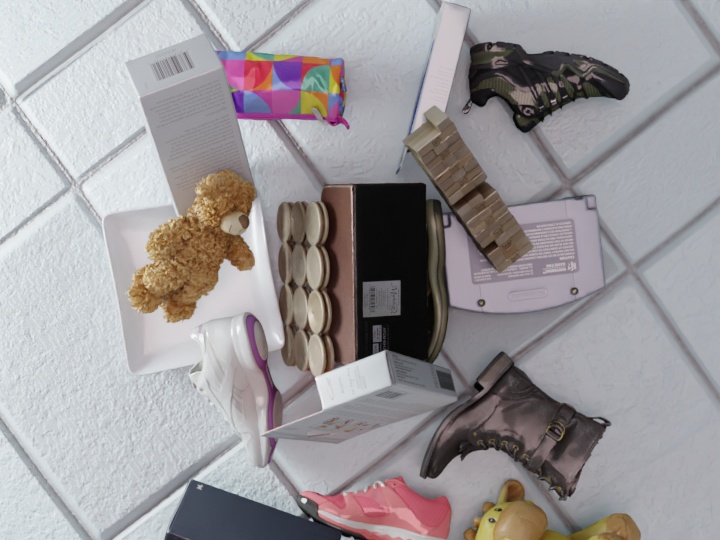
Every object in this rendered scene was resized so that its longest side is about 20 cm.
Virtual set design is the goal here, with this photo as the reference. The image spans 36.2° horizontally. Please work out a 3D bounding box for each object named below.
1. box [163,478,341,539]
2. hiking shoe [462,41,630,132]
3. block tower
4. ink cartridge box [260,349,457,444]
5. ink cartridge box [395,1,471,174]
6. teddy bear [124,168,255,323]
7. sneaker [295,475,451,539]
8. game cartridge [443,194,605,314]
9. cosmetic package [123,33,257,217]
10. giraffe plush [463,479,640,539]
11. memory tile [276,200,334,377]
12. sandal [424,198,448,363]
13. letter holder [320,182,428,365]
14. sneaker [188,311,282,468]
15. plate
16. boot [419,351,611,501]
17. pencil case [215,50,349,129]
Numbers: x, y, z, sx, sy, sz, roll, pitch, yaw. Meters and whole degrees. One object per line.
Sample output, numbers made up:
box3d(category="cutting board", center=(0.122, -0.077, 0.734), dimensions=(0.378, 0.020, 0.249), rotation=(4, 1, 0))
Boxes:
box3d(category="box", center=(-0.145, 0.376, 1.302), dimensions=(0.197, 0.104, 0.184), rotation=(18, 115, -1))
box3d(category="hiking shoe", center=(0.224, -0.215, 1.337), dimensions=(0.197, 0.076, 0.102), rotation=(11, 101, 8))
box3d(category="block tower", center=(0.123, -0.092, 1.273), dimensions=(0.058, 0.054, 0.201), rotation=(-36, 117, 0))
box3d(category="ink cartridge box", center=(0.000, 0.150, 1.270), dimensions=(0.171, 0.199, 0.044), rotation=(-21, 71, 21))
box3d(category="ink cartridge box", center=(0.086, -0.210, 1.315), dimensions=(0.039, 0.099, 0.203), rotation=(15, 93, -2))
box3d(category="teddy bear", center=(-0.187, -0.019, 1.274), dimensions=(0.199, 0.067, 0.145), rotation=(-41, 133, 3))
box3d(category="sneaker", center=(0.020, 0.292, 1.359), dimensions=(0.197, 0.074, 0.088), rotation=(16, 72, 0))
box3d(category="game cartridge", center=(0.198, -0.015, 1.355), dimensions=(0.196, 0.042, 0.136), rotation=(-6, 96, 0))
box3d(category="cosmetic package", center=(-0.190, -0.157, 1.259), dimensions=(0.100, 0.202, 0.072), rotation=(-21, 49, -11))
box3d(category="giraffe plush", center=(0.213, 0.338, 1.327), dimensions=(0.162, 0.172, 0.201), rotation=(42, 126, 8))
box3d(category="memory tile", center=(-0.066, 0.019, 1.301), dimensions=(0.017, 0.153, 0.204), rotation=(-2, 92, -23))
box3d(category="sandal", center=(0.073, 0.014, 1.321), dimensions=(0.056, 0.080, 0.205), rotation=(-2, 105, -2))
box3d(category="letter holder", center=(0.000, 0.000, 1.288), dimensions=(0.099, 0.141, 0.204), rotation=(-3, 95, -30))
box3d(category="sneaker", center=(-0.150, 0.145, 1.332), dimensions=(0.098, 0.075, 0.203), rotation=(-6, 110, 10))
box3d(category="plate", center=(-0.203, 0.014, 1.354), dimensions=(0.196, 0.032, 0.204), rotation=(-10, 92, -1))
box3d(category="boot", center=(0.185, 0.216, 1.330), dimensions=(0.174, 0.069, 0.201), rotation=(39, 90, 11))
box3d(category="pencil case", center=(-0.108, -0.218, 1.321), dimensions=(0.196, 0.088, 0.090), rotation=(4, 92, 2))
